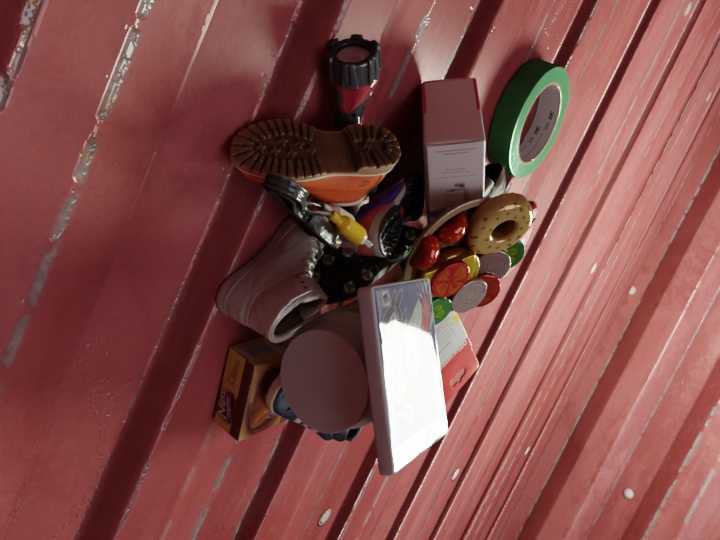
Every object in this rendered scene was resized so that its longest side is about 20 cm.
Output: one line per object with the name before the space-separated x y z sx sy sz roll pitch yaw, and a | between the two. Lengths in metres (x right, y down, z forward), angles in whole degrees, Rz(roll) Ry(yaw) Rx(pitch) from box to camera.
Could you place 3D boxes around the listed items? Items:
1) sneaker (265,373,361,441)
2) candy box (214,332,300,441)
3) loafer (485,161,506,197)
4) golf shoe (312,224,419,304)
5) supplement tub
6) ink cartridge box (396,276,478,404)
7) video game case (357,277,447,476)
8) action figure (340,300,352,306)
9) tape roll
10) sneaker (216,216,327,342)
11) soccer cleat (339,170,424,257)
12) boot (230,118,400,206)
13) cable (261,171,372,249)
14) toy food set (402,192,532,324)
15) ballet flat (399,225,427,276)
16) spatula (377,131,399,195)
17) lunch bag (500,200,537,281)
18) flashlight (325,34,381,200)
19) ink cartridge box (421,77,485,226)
sneaker | -0.054 0.189 0.951 0.076 0.084 0.200 -57 150 -4
candy box | -0.105 0.146 0.976 0.198 0.056 0.119 -15 126 -53
loafer | 0.187 -0.129 1.179 0.200 0.072 0.072 -43 143 -44
golf shoe | 0.000 0.000 0.992 0.198 0.078 0.089 -31 161 -23
supplement tub | -0.002 0.115 0.896 0.199 0.142 0.147 -19 132 -63
ink cartridge box | 0.112 0.111 1.170 0.116 0.067 0.203 -39 113 -30
video game case | 0.055 0.115 0.828 0.181 0.022 0.206 -6 88 -64
action figure | -0.021 0.144 1.087 0.050 0.066 0.205 0 107 -11
tape roll | 0.303 -0.269 1.247 0.199 0.048 0.204 -36 141 -36
sneaker | -0.069 0.004 0.855 0.200 0.114 0.074 -47 146 -23
soccer cleat | 0.034 -0.083 0.949 0.201 0.071 0.070 -53 138 -51
boot | -0.060 -0.111 0.796 0.195 0.077 0.107 -2 155 -27
cable | -0.059 -0.076 0.773 0.051 0.096 0.200 -57 151 -7
toy food set | 0.148 -0.013 0.967 0.196 0.049 0.201 -22 137 -17
ballet flat | 0.100 -0.008 1.086 0.201 0.066 0.065 -59 164 -62
spatula | 0.032 -0.108 0.999 0.056 0.020 0.203 -36 145 -28
lunch bag | 0.251 -0.058 1.297 0.199 0.081 0.179 -37 149 -41
flashlight | -0.004 -0.180 0.851 0.203 0.066 0.069 84 10 -48
ink cartridge box | 0.131 -0.145 0.995 0.203 0.080 0.149 81 8 -47
